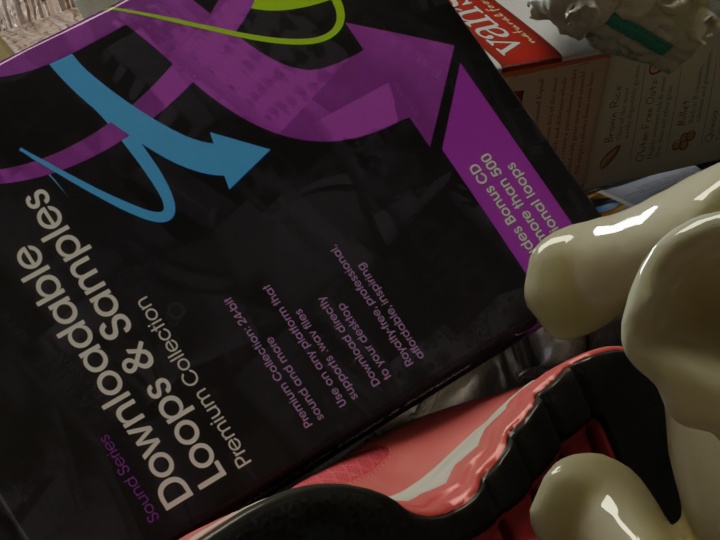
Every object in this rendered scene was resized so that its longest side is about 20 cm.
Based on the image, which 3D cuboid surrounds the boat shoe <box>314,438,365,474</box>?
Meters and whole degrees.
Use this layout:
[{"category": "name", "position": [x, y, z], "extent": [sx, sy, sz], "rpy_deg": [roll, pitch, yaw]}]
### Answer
[{"category": "boat shoe", "position": [0.000, 0.000, 0.821], "extent": [0.066, 0.074, 0.200], "rpy_deg": [16, 52, 45]}]

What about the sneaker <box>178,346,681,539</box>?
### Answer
[{"category": "sneaker", "position": [0.004, 0.086, 0.636], "extent": [0.199, 0.074, 0.087], "rpy_deg": [-22, 0, -34]}]

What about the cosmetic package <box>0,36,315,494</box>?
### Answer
[{"category": "cosmetic package", "position": [-0.111, 0.013, 0.692], "extent": [0.103, 0.200, 0.073], "rpy_deg": [-39, -8, -19]}]

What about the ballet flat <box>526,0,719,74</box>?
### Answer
[{"category": "ballet flat", "position": [0.107, -0.138, 0.761], "extent": [0.071, 0.072, 0.201], "rpy_deg": [-8, 43, 35]}]

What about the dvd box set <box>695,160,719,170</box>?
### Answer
[{"category": "dvd box set", "position": [0.222, -0.068, 0.878], "extent": [0.199, 0.030, 0.146], "rpy_deg": [-19, 36, -26]}]

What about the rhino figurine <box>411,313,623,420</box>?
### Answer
[{"category": "rhino figurine", "position": [0.080, 0.025, 0.736], "extent": [0.199, 0.060, 0.088], "rpy_deg": [-29, 20, 29]}]

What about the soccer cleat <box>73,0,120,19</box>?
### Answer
[{"category": "soccer cleat", "position": [-0.018, -0.103, 0.921], "extent": [0.198, 0.070, 0.078], "rpy_deg": [10, 23, -7]}]

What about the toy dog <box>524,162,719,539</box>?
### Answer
[{"category": "toy dog", "position": [0.130, 0.022, 0.549], "extent": [0.192, 0.141, 0.200], "rpy_deg": [-16, 13, 3]}]

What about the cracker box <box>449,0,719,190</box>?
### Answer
[{"category": "cracker box", "position": [0.082, -0.090, 0.812], "extent": [0.199, 0.058, 0.134], "rpy_deg": [-14, 37, -28]}]

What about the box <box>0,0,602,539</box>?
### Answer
[{"category": "box", "position": [-0.041, -0.010, 0.656], "extent": [0.199, 0.143, 0.036], "rpy_deg": [-31, -11, -23]}]

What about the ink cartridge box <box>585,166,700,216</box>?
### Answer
[{"category": "ink cartridge box", "position": [0.098, -0.006, 0.906], "extent": [0.119, 0.042, 0.200], "rpy_deg": [-22, 16, -17]}]
